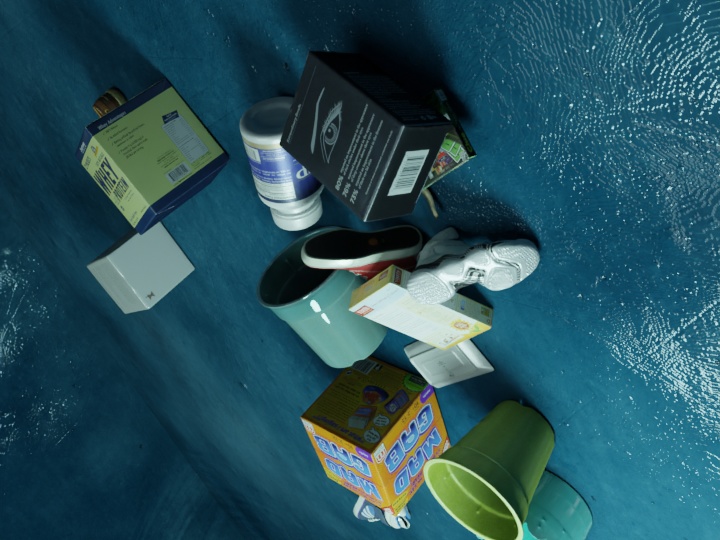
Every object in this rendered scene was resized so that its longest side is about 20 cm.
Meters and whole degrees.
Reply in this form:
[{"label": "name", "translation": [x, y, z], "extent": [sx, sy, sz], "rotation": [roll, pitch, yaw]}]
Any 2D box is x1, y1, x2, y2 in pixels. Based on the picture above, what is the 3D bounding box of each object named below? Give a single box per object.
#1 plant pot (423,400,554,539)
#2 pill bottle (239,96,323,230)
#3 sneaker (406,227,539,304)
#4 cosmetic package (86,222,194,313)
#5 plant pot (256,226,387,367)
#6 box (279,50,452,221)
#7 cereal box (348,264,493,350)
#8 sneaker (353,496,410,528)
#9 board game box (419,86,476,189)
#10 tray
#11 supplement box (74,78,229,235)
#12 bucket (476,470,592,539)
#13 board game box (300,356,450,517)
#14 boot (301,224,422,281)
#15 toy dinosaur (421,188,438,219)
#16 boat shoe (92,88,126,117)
[{"label": "plant pot", "translation": [0.242, 0.334, 1.339], "extent": [0.199, 0.190, 0.201], "rotation": [31, 147, 23]}, {"label": "pill bottle", "translation": [-0.122, -0.172, 1.275], "extent": [0.119, 0.120, 0.202], "rotation": [25, 144, 31]}, {"label": "sneaker", "translation": [0.165, -0.022, 1.142], "extent": [0.197, 0.115, 0.076], "rotation": [-17, 119, 19]}, {"label": "cosmetic package", "translation": [-0.565, -0.008, 1.969], "extent": [0.199, 0.166, 0.168], "rotation": [-10, 119, 55]}, {"label": "plant pot", "translation": [-0.057, 0.060, 1.409], "extent": [0.199, 0.201, 0.197], "rotation": [6, 139, 47]}, {"label": "box", "translation": [0.001, -0.186, 1.040], "extent": [0.200, 0.104, 0.149], "rotation": [45, 127, 28]}, {"label": "cereal box", "translation": [0.098, 0.064, 1.259], "extent": [0.198, 0.040, 0.144], "rotation": [25, 150, -20]}, {"label": "sneaker", "translation": [0.062, 0.646, 2.031], "extent": [0.146, 0.080, 0.201], "rotation": [38, 143, 21]}, {"label": "board game box", "translation": [0.065, -0.160, 1.081], "extent": [0.199, 0.023, 0.106], "rotation": [-32, 83, 44]}, {"label": "tray", "translation": [0.155, 0.168, 1.421], "extent": [0.108, 0.022, 0.200], "rotation": [48, 150, -4]}, {"label": "supplement box", "translation": [-0.403, -0.220, 1.488], "extent": [0.201, 0.200, 0.134], "rotation": [51, 148, -6]}, {"label": "bucket", "translation": [0.330, 0.483, 1.457], "extent": [0.206, 0.135, 0.209], "rotation": [31, 145, 24]}, {"label": "board game box", "translation": [0.035, 0.333, 1.584], "extent": [0.198, 0.200, 0.202], "rotation": [18, 139, 40]}, {"label": "boot", "translation": [0.000, 0.000, 1.273], "extent": [0.145, 0.197, 0.073], "rotation": [95, 168, -50]}, {"label": "toy dinosaur", "translation": [0.045, -0.161, 1.159], "extent": [0.199, 0.048, 0.089], "rotation": [34, 151, 13]}, {"label": "boat shoe", "translation": [-0.522, -0.294, 1.680], "extent": [0.071, 0.068, 0.202], "rotation": [17, 138, 39]}]
